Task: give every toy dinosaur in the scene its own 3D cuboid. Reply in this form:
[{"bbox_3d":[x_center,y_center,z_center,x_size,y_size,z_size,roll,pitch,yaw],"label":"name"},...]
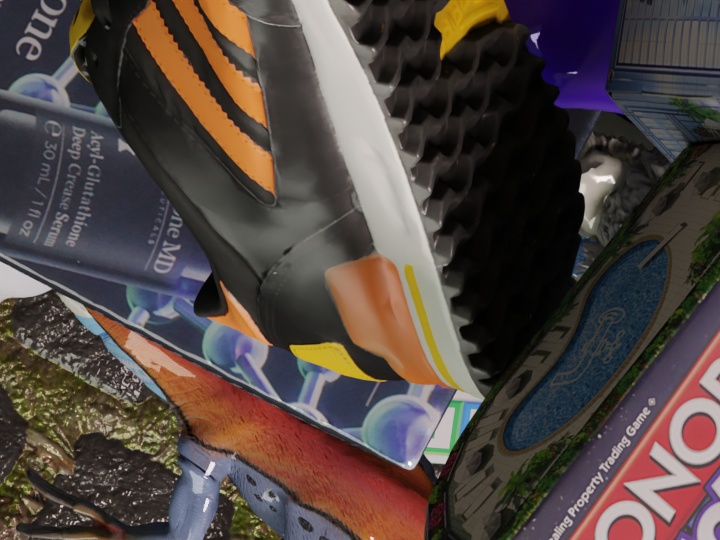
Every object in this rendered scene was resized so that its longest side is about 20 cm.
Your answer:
[{"bbox_3d":[-0.012,0.046,0.770,0.200,0.105,0.182,-16,119,44],"label":"toy dinosaur"}]

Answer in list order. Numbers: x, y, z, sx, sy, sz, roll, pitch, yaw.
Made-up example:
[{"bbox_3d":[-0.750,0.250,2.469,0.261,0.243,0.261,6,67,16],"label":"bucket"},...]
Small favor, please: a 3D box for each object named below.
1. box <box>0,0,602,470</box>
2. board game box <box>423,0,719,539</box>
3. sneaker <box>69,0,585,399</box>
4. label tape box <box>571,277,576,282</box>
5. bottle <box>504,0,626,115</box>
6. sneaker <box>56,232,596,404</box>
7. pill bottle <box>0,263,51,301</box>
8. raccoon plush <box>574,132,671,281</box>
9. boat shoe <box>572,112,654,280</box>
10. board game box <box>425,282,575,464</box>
[{"bbox_3d":[-0.044,-0.058,0.676,0.200,0.149,0.107,28,177,-6],"label":"box"},{"bbox_3d":[0.102,0.007,0.476,0.200,0.200,0.062,44,169,-20],"label":"board game box"},{"bbox_3d":[-0.024,-0.057,0.455,0.090,0.070,0.200,3,132,28],"label":"sneaker"},{"bbox_3d":[-0.001,-0.037,1.005,0.200,0.063,0.144,-12,-150,-33],"label":"label tape box"},{"bbox_3d":[0.010,-0.086,0.521,0.200,0.065,0.084,28,177,-7],"label":"bottle"},{"bbox_3d":[0.000,0.000,0.861,0.200,0.078,0.090,-11,128,21],"label":"sneaker"},{"bbox_3d":[-0.154,-0.060,1.055,0.112,0.200,0.112,28,177,2],"label":"pill bottle"},{"bbox_3d":[0.087,0.028,0.756,0.200,0.097,0.134,-28,81,64],"label":"raccoon plush"},{"bbox_3d":[0.044,-0.039,0.901,0.201,0.072,0.070,28,177,-10],"label":"boat shoe"},{"bbox_3d":[0.030,0.014,1.025,0.134,0.034,0.200,5,-154,-5],"label":"board game box"}]
